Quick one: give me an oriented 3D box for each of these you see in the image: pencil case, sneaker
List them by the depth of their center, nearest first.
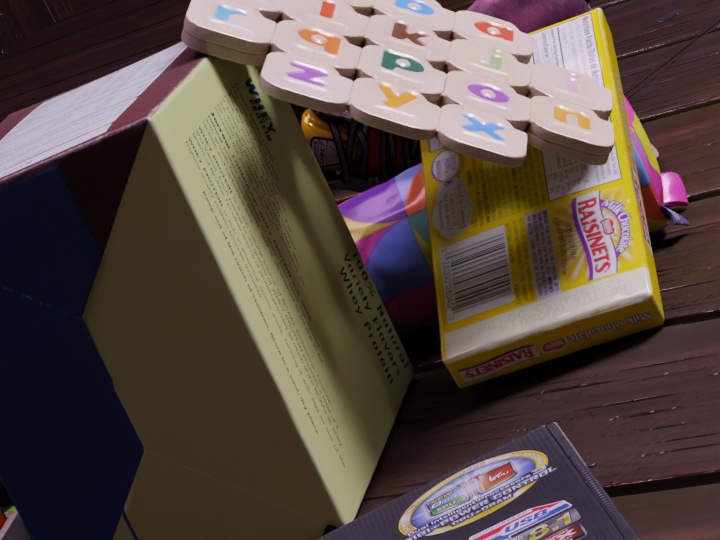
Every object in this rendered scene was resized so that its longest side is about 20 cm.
[{"bbox_3d":[0.062,-0.021,1.358,0.200,0.089,0.088,-22,13,8],"label":"pencil case"},{"bbox_3d":[0.006,-0.067,1.539,0.200,0.078,0.082,13,22,26],"label":"sneaker"}]

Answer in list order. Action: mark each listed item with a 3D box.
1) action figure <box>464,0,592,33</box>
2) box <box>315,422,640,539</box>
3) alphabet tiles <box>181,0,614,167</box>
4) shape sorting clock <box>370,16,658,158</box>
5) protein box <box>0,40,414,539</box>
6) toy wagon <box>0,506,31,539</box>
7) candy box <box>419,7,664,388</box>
[{"bbox_3d":[0.052,-0.119,1.647,0.200,0.134,0.149,-27,9,-6],"label":"action figure"},{"bbox_3d":[0.001,0.132,0.931,0.200,0.044,0.160,-26,13,0],"label":"box"},{"bbox_3d":[0.019,-0.093,1.231,0.200,0.015,0.196,16,22,-3],"label":"alphabet tiles"},{"bbox_3d":[0.075,-0.109,1.484,0.200,0.200,0.039,-78,14,-74],"label":"shape sorting clock"},{"bbox_3d":[-0.088,0.018,1.215,0.135,0.199,0.200,-22,13,16],"label":"protein box"},{"bbox_3d":[-0.242,0.162,1.308,0.155,0.040,0.200,-34,15,-32],"label":"toy wagon"},{"bbox_3d":[0.081,-0.038,1.279,0.102,0.026,0.200,-17,44,13],"label":"candy box"}]
